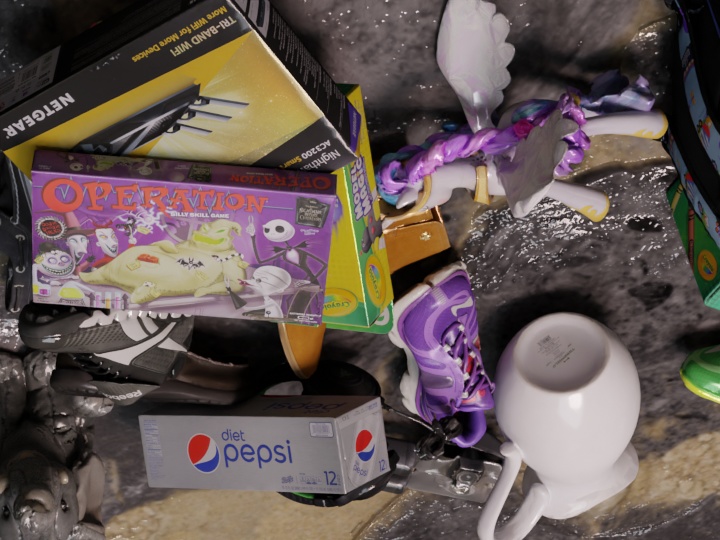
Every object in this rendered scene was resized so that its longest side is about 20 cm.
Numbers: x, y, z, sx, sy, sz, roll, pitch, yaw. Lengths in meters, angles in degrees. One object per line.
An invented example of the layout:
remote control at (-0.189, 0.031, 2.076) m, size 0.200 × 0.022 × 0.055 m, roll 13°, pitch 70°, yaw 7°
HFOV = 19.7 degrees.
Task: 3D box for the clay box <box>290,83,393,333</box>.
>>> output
clay box at (-0.045, -0.036, 1.486) m, size 0.115 × 0.048 × 0.200 m, roll 5°, pitch 120°, yaw 26°

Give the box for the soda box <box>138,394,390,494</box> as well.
soda box at (-0.078, 0.137, 1.659) m, size 0.200 × 0.064 × 0.068 m, roll -2°, pitch -169°, yaw 35°

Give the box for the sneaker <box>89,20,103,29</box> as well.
sneaker at (-0.168, -0.102, 1.458) m, size 0.090 × 0.078 × 0.200 m, roll 9°, pitch 130°, yaw -9°

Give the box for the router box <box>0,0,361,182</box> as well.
router box at (-0.123, -0.099, 1.374) m, size 0.200 × 0.052 × 0.157 m, roll -27°, pitch 125°, yaw 22°

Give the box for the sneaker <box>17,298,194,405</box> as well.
sneaker at (-0.177, 0.056, 1.500) m, size 0.066 × 0.091 × 0.200 m, roll 7°, pitch -173°, yaw 25°

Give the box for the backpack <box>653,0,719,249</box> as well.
backpack at (0.292, -0.101, 1.462) m, size 0.134 × 0.200 × 0.183 m, roll -8°, pitch 138°, yaw -4°

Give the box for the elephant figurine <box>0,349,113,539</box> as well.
elephant figurine at (-0.260, 0.172, 1.632) m, size 0.141 × 0.200 × 0.155 m, roll -32°, pitch 135°, yaw 21°

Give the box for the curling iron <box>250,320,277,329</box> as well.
curling iron at (-0.129, 0.003, 1.608) m, size 0.050 × 0.026 × 0.200 m, roll -31°, pitch 135°, yaw 24°

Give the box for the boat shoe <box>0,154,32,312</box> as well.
boat shoe at (-0.249, -0.035, 1.514) m, size 0.066 × 0.070 × 0.200 m, roll -9°, pitch 146°, yaw -6°

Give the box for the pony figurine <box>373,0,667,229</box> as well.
pony figurine at (0.115, -0.095, 1.485) m, size 0.200 × 0.167 × 0.193 m, roll -7°, pitch 148°, yaw -29°

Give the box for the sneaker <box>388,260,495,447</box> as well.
sneaker at (0.078, 0.069, 1.675) m, size 0.081 × 0.083 × 0.200 m, roll -33°, pitch 145°, yaw -15°

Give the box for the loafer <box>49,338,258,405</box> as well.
loafer at (-0.154, 0.067, 1.628) m, size 0.073 × 0.072 × 0.200 m, roll -1°, pitch 174°, yaw 39°

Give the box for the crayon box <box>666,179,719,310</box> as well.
crayon box at (0.345, -0.009, 1.636) m, size 0.200 × 0.119 × 0.058 m, roll 17°, pitch 131°, yaw -29°

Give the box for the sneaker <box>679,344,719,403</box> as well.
sneaker at (0.366, 0.062, 1.766) m, size 0.199 × 0.074 × 0.084 m, roll -10°, pitch 121°, yaw -5°

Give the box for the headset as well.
headset at (-0.013, 0.137, 1.693) m, size 0.200 × 0.094 × 0.124 m, roll -6°, pitch 109°, yaw 26°

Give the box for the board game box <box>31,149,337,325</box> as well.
board game box at (-0.119, -0.021, 1.391) m, size 0.199 × 0.032 × 0.120 m, roll 4°, pitch 128°, yaw -3°

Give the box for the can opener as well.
can opener at (0.029, 0.156, 1.804) m, size 0.199 × 0.067 × 0.053 m, roll 13°, pitch 135°, yaw -7°

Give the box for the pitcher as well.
pitcher at (0.157, 0.140, 1.736) m, size 0.172 × 0.121 × 0.200 m, roll -41°, pitch 148°, yaw -20°

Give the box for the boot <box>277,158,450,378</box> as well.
boot at (0.000, -0.001, 1.601) m, size 0.144 × 0.071 × 0.201 m, roll -12°, pitch 134°, yaw 0°
